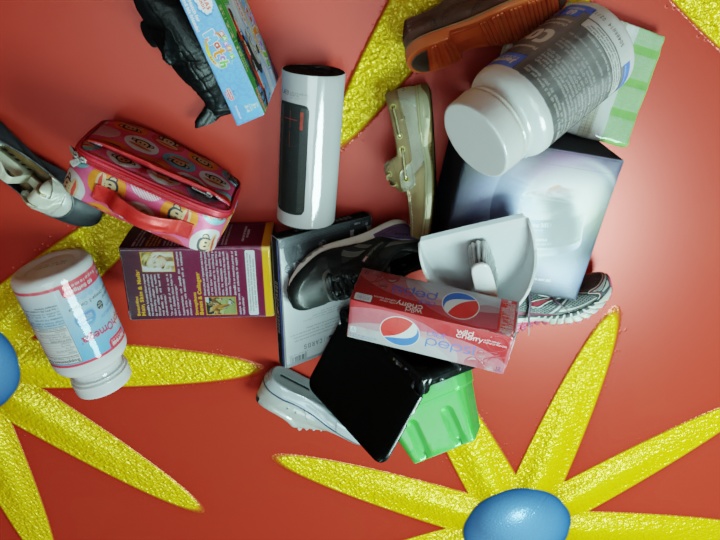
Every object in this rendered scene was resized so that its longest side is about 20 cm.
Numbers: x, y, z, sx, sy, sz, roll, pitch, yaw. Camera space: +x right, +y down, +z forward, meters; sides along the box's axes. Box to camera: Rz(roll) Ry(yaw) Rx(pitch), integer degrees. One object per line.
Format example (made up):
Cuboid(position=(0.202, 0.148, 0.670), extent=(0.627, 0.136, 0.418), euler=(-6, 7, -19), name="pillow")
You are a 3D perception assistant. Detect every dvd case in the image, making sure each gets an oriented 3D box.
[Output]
Cuboid(position=(-0.051, 0.027, 0.937), extent=(0.150, 0.025, 0.201), euler=(-17, 121, -31), name="dvd case")

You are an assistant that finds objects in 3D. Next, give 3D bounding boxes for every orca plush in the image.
Cuboid(position=(-0.223, -0.256, 0.792), extent=(0.105, 0.071, 0.200), euler=(7, 133, 16), name="orca plush")

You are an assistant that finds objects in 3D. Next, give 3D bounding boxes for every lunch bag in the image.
Cuboid(position=(-0.255, -0.101, 0.822), extent=(0.199, 0.176, 0.082), euler=(24, 113, -14), name="lunch bag")

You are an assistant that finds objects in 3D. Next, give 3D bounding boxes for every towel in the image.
Cuboid(position=(0.268, -0.251, 0.839), extent=(0.199, 0.031, 0.150), euler=(14, 103, -12), name="towel")

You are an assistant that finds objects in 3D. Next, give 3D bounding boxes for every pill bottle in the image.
Cuboid(position=(0.196, -0.199, 0.741), extent=(0.200, 0.114, 0.114), euler=(-39, 115, -15), name="pill bottle")
Cuboid(position=(-0.400, 0.078, 0.943), extent=(0.108, 0.109, 0.201), euler=(-12, 117, 4), name="pill bottle")

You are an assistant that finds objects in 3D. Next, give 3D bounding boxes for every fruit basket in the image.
Cuboid(position=(0.102, 0.158, 0.979), extent=(0.155, 0.216, 0.216), euler=(-24, 115, 9), name="fruit basket")

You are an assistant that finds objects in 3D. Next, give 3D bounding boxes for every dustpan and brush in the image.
Cuboid(position=(0.162, 0.035, 0.836), extent=(0.139, 0.057, 0.200), euler=(-13, 131, 13), name="dustpan and brush")

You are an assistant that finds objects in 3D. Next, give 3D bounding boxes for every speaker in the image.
Cuboid(position=(-0.065, -0.159, 0.855), extent=(0.081, 0.081, 0.201), euler=(4, 117, -4), name="speaker")

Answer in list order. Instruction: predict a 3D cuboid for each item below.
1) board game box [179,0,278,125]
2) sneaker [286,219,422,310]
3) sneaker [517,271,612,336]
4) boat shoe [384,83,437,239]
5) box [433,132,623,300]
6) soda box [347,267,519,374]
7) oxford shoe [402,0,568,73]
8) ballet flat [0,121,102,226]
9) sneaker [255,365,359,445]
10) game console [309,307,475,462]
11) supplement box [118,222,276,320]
Cuboid(position=(-0.141, -0.260, 0.734), extent=(0.036, 0.200, 0.152), euler=(-20, 116, 6), name="board game box")
Cuboid(position=(0.000, 0.000, 0.876), extent=(0.200, 0.088, 0.076), euler=(-29, 125, -12), name="sneaker")
Cuboid(position=(0.264, 0.038, 0.965), extent=(0.199, 0.081, 0.075), euler=(-15, 114, 6), name="sneaker")
Cuboid(position=(0.064, -0.137, 0.864), extent=(0.066, 0.074, 0.201), euler=(-2, 93, 9), name="boat shoe")
Cuboid(position=(0.204, -0.084, 0.879), extent=(0.199, 0.123, 0.199), euler=(7, 114, -6), name="box")
Cuboid(position=(0.087, 0.061, 0.813), extent=(0.199, 0.064, 0.070), euler=(13, 132, 9), name="soda box")
Cuboid(position=(0.142, -0.305, 0.783), extent=(0.199, 0.073, 0.071), euler=(-16, 159, 15), name="oxford shoe")
Cuboid(position=(-0.433, -0.118, 0.867), extent=(0.073, 0.073, 0.200), euler=(-40, 111, 16), name="ballet flat")
Cuboid(position=(-0.072, 0.223, 1.056), extent=(0.200, 0.073, 0.071), euler=(33, 120, -7), name="sneaker")
Cuboid(position=(0.047, 0.135, 0.911), extent=(0.175, 0.200, 0.117), euler=(-15, 121, -29), name="game console")
Cuboid(position=(-0.218, -0.001, 0.923), extent=(0.199, 0.086, 0.111), euler=(-1, 117, -2), name="supplement box")
